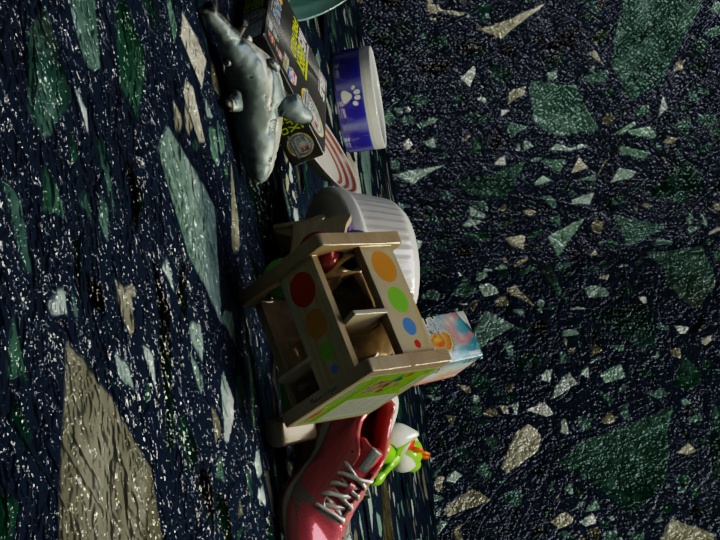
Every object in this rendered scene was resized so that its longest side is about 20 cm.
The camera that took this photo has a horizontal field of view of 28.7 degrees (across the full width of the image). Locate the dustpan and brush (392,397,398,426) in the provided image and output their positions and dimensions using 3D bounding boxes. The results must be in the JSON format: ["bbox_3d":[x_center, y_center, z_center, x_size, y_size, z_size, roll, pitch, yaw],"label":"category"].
[{"bbox_3d":[0.009,0.154,1.747,0.139,0.057,0.201,-35,-159,52],"label":"dustpan and brush"}]

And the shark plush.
[{"bbox_3d":[-0.112,-0.185,1.434,0.084,0.090,0.201,-57,156,-33],"label":"shark plush"}]

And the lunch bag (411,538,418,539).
[{"bbox_3d":[0.066,0.489,1.997,0.164,0.116,0.203,43,44,-80],"label":"lunch bag"}]

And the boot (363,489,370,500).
[{"bbox_3d":[-0.040,0.202,1.611,0.200,0.067,0.133,150,-73,-83],"label":"boot"}]

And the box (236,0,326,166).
[{"bbox_3d":[-0.091,-0.239,1.644,0.201,0.044,0.161,-89,155,-58],"label":"box"}]

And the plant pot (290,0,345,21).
[{"bbox_3d":[-0.057,-0.456,1.909,0.135,0.199,0.200,54,1,9],"label":"plant pot"}]

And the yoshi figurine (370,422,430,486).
[{"bbox_3d":[0.031,0.279,2.226,0.112,0.113,0.200,38,-4,32],"label":"yoshi figurine"}]

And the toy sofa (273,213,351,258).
[{"bbox_3d":[-0.051,0.017,1.579,0.201,0.096,0.084,-90,169,-63],"label":"toy sofa"}]

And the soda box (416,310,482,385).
[{"bbox_3d":[0.049,0.102,1.683,0.068,0.198,0.064,-41,-114,45],"label":"soda box"}]

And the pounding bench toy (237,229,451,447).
[{"bbox_3d":[-0.044,0.065,1.368,0.123,0.199,0.158,-3,64,-49],"label":"pounding bench toy"}]

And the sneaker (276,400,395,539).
[{"bbox_3d":[-0.020,0.203,1.407,0.073,0.086,0.202,35,57,-25],"label":"sneaker"}]

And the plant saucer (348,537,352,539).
[{"bbox_3d":[-0.014,0.371,1.619,0.201,0.038,0.204,161,-89,-90],"label":"plant saucer"}]

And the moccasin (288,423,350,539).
[{"bbox_3d":[-0.044,0.196,1.499,0.073,0.077,0.205,10,70,-38],"label":"moccasin"}]

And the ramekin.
[{"bbox_3d":[0.000,0.000,1.738,0.202,0.093,0.206,179,-90,-67],"label":"ramekin"}]

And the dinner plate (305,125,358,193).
[{"bbox_3d":[-0.068,-0.175,1.788,0.201,0.024,0.201,54,12,-17],"label":"dinner plate"}]

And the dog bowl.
[{"bbox_3d":[-0.002,-0.335,2.761,0.200,0.078,0.203,-8,90,-85],"label":"dog bowl"}]
